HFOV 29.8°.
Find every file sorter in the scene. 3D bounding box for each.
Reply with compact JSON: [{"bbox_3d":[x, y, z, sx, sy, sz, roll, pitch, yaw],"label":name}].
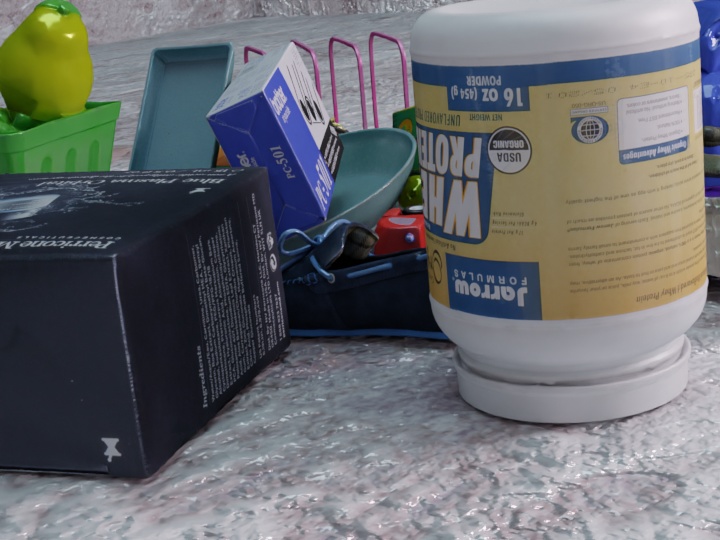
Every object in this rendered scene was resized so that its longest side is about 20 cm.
[{"bbox_3d":[-0.057,-0.177,1.424,0.199,0.126,0.139,-9,16,-14],"label":"file sorter"}]

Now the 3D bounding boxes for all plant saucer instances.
[{"bbox_3d":[-0.131,-0.064,0.947,0.070,0.201,0.019,0,-19,25],"label":"plant saucer"},{"bbox_3d":[-0.045,-0.047,1.027,0.199,0.036,0.200,-19,22,8],"label":"plant saucer"}]

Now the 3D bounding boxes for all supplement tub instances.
[{"bbox_3d":[0.103,-0.038,0.694,0.144,0.201,0.145,-5,14,1],"label":"supplement tub"}]

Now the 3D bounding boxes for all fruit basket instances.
[{"bbox_3d":[-0.326,-0.159,1.312,0.155,0.217,0.216,0,16,21],"label":"fruit basket"}]

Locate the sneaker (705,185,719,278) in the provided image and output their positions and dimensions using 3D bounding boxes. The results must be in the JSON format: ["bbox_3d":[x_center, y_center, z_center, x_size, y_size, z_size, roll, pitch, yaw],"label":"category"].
[{"bbox_3d":[0.256,-0.023,0.841,0.099,0.070,0.200,-12,16,-31],"label":"sneaker"}]

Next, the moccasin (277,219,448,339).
[{"bbox_3d":[0.000,0.000,0.847,0.199,0.069,0.080,-1,15,24],"label":"moccasin"}]

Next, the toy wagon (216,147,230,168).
[{"bbox_3d":[-0.132,-0.049,1.013,0.155,0.040,0.200,-40,24,-27],"label":"toy wagon"}]

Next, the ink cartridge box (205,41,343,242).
[{"bbox_3d":[-0.055,-0.094,0.944,0.044,0.094,0.200,-23,15,10],"label":"ink cartridge box"}]

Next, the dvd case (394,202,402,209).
[{"bbox_3d":[-0.066,-0.060,1.195,0.146,0.022,0.200,-17,20,-36],"label":"dvd case"}]

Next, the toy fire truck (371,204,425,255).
[{"bbox_3d":[0.097,-0.007,0.879,0.199,0.049,0.141,-1,15,14],"label":"toy fire truck"}]

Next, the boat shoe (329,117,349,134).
[{"bbox_3d":[-0.046,-0.107,1.200,0.071,0.061,0.201,-17,19,-36],"label":"boat shoe"}]

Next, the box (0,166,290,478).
[{"bbox_3d":[-0.167,0.020,0.746,0.196,0.118,0.200,-1,17,18],"label":"box"}]

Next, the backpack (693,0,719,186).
[{"bbox_3d":[0.318,-0.120,1.005,0.199,0.169,0.163,-4,21,-10],"label":"backpack"}]

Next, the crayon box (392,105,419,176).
[{"bbox_3d":[0.119,-0.111,1.098,0.118,0.059,0.200,-1,-1,-23],"label":"crayon box"}]

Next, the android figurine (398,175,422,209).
[{"bbox_3d":[0.120,-0.063,1.026,0.181,0.041,0.200,-1,1,16],"label":"android figurine"}]

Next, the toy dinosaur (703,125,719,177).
[{"bbox_3d":[0.213,-0.076,0.892,0.199,0.048,0.088,-2,14,43],"label":"toy dinosaur"}]
